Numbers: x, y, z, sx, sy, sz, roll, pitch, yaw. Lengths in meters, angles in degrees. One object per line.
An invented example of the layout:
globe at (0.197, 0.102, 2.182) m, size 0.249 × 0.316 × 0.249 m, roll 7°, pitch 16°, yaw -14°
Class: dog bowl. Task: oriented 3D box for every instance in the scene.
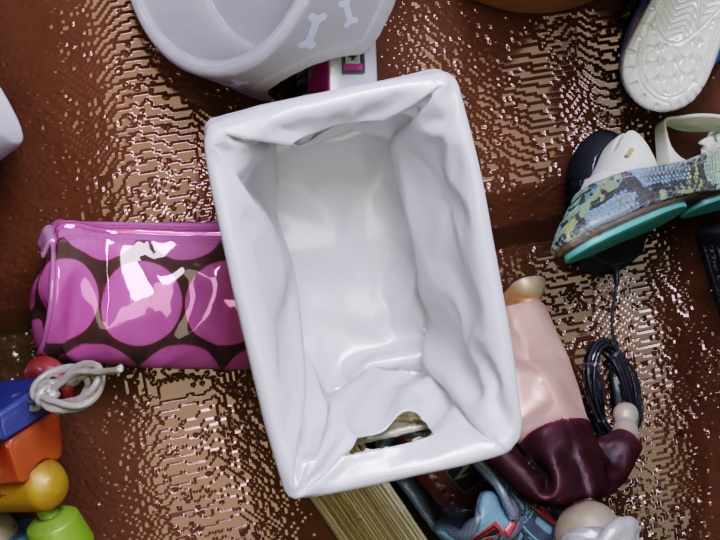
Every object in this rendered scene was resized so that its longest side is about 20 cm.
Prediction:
dog bowl at (-0.062, -0.198, 0.827) m, size 0.058 × 0.198 × 0.203 m, roll -5°, pitch 92°, yaw -48°

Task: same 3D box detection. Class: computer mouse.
computer mouse at (0.158, 0.011, 0.940) m, size 0.058 × 0.034 × 0.203 m, roll -5°, pitch 97°, yaw -33°

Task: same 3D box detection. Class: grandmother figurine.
grandmother figurine at (0.118, 0.100, 0.873) m, size 0.120 × 0.061 × 0.202 m, roll -8°, pitch 59°, yaw -16°

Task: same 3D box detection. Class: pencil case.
pencil case at (-0.100, 0.010, 0.877) m, size 0.197 × 0.091 × 0.095 m, roll -1°, pitch 126°, yaw -9°

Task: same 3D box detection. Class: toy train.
toy train at (-0.184, 0.117, 0.827) m, size 0.084 × 0.198 × 0.117 m, roll -35°, pitch 110°, yaw -47°

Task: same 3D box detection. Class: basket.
basket at (0.000, 0.000, 0.783) m, size 0.134 × 0.123 × 0.203 m, roll -12°, pitch 101°, yaw -2°

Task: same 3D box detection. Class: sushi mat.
sushi mat at (0.026, 0.185, 0.895) m, size 0.012 × 0.095 × 0.201 m, roll -36°, pitch 96°, yaw -30°

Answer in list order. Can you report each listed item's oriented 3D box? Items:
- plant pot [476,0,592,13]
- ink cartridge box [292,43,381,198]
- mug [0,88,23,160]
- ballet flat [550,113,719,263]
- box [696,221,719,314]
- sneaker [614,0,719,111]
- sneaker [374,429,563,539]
plant pot at (0.118, -0.267, 0.873) m, size 0.197 × 0.140 × 0.203 m, roll 0°, pitch 91°, yaw -6°
ink cartridge box at (-0.017, -0.142, 0.879) m, size 0.037 × 0.095 × 0.203 m, roll -5°, pitch 92°, yaw -16°
mug at (-0.318, -0.097, 0.831) m, size 0.175 × 0.148 × 0.201 m, roll -37°, pitch 65°, yaw 2°
ballet flat at (0.187, -0.058, 0.903) m, size 0.198 × 0.074 × 0.075 m, roll -16°, pitch 93°, yaw -33°
box at (0.306, 0.053, 0.880) m, size 0.103 × 0.182 × 0.203 m, roll -18°, pitch 93°, yaw -6°
sneaker at (0.222, -0.192, 0.898) m, size 0.076 × 0.111 × 0.202 m, roll 27°, pitch 100°, yaw 1°
sneaker at (0.077, 0.154, 0.890) m, size 0.200 × 0.096 × 0.079 m, roll 43°, pitch 111°, yaw -2°
